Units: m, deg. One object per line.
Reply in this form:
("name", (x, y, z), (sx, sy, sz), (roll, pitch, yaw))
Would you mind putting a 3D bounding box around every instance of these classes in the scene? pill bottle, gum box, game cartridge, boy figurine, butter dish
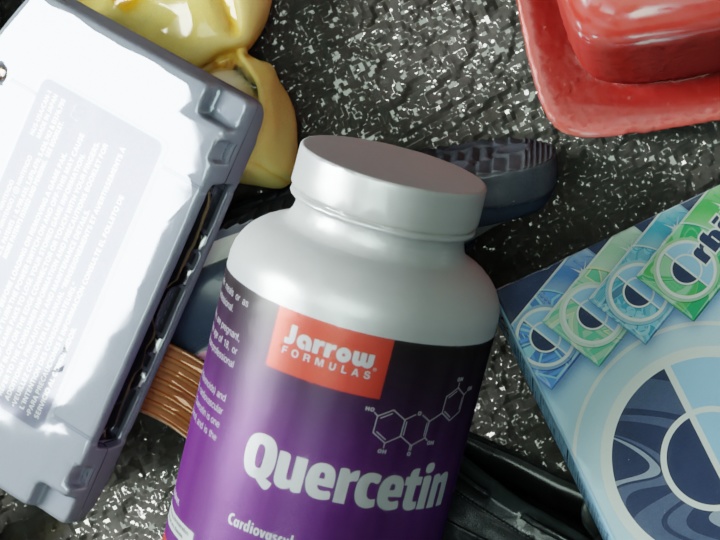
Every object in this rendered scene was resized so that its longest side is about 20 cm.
("pill bottle", (-0.010, 0.053, 1.017), (0.112, 0.112, 0.202), (17, 104, 14))
("gum box", (0.171, 0.065, 1.022), (0.169, 0.045, 0.201), (-25, 76, -3))
("game cartridge", (-0.135, -0.011, 1.087), (0.133, 0.041, 0.201), (29, 102, 18))
("boy figurine", (-0.095, -0.117, 1.118), (0.124, 0.064, 0.201), (-31, 80, 11))
("butter dish", (0.142, -0.164, 1.011), (0.198, 0.148, 0.202), (-10, 89, 15))

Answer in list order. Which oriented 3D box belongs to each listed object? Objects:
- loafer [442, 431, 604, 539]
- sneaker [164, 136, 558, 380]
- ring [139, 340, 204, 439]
("loafer", (0.105, 0.116, 1.066), (0.199, 0.068, 0.071), (17, 104, 17))
("sneaker", (0.000, 0.000, 1.101), (0.199, 0.070, 0.083), (-15, 103, 19))
("ring", (-0.108, 0.121, 1.131), (0.199, 0.019, 0.202), (5, 104, 18))
